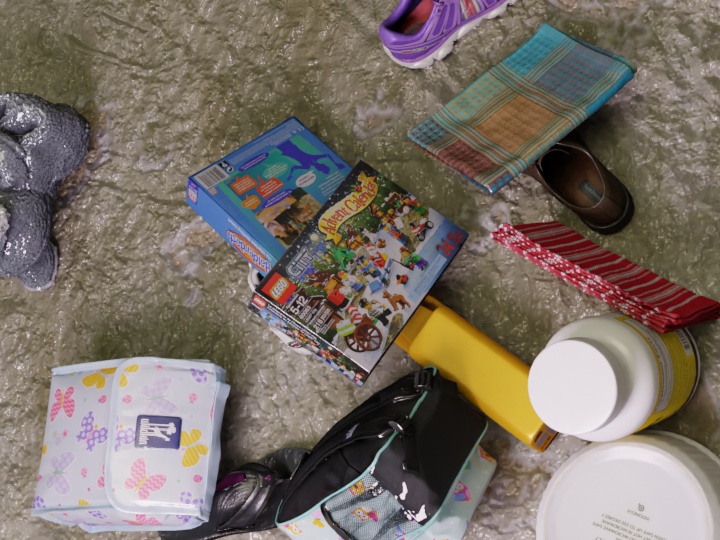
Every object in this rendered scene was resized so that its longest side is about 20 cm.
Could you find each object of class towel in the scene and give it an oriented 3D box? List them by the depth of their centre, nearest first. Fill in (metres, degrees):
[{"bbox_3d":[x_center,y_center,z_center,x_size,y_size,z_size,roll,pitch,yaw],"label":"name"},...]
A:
[{"bbox_3d":[0.236,0.001,1.429,0.200,0.144,0.023,30,109,27],"label":"towel"},{"bbox_3d":[0.161,-0.166,1.514,0.200,0.022,0.147,-39,42,-12],"label":"towel"}]

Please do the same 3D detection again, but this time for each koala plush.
[{"bbox_3d":[-0.397,-0.084,1.722,0.183,0.177,0.201,-7,69,11],"label":"koala plush"}]

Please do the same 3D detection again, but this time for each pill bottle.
[{"bbox_3d":[0.226,0.094,1.364,0.111,0.200,0.112,1,93,30],"label":"pill bottle"}]

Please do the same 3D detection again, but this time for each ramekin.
[{"bbox_3d":[0.253,0.240,1.383,0.202,0.094,0.203,-6,73,22],"label":"ramekin"}]

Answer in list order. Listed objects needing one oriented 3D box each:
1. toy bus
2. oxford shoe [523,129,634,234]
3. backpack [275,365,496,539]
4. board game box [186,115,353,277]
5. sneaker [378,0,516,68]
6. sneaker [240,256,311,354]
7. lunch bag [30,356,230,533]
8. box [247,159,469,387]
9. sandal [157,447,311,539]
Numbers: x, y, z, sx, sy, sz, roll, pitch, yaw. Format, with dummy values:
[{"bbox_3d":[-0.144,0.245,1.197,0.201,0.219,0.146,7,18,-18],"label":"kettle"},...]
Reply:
[{"bbox_3d":[0.116,0.097,1.491,0.200,0.078,0.065,36,92,27],"label":"toy bus"},{"bbox_3d":[0.188,-0.121,1.516,0.200,0.084,0.073,41,96,29],"label":"oxford shoe"},{"bbox_3d":[0.021,0.208,1.447,0.200,0.176,0.153,-29,108,36],"label":"backpack"},{"bbox_3d":[-0.061,-0.058,1.579,0.152,0.045,0.200,-33,63,-30],"label":"board game box"},{"bbox_3d":[0.103,-0.296,1.600,0.200,0.083,0.081,-45,64,6],"label":"sneaker"},{"bbox_3d":[-0.086,-0.014,1.608,0.074,0.088,0.201,-26,66,17],"label":"sneaker"},{"bbox_3d":[-0.234,0.181,1.585,0.199,0.127,0.170,-6,68,30],"label":"lunch bag"},{"bbox_3d":[0.000,0.000,1.493,0.136,0.038,0.200,35,57,4],"label":"box"},{"bbox_3d":[-0.131,0.241,1.578,0.200,0.048,0.076,-24,67,17],"label":"sandal"}]
